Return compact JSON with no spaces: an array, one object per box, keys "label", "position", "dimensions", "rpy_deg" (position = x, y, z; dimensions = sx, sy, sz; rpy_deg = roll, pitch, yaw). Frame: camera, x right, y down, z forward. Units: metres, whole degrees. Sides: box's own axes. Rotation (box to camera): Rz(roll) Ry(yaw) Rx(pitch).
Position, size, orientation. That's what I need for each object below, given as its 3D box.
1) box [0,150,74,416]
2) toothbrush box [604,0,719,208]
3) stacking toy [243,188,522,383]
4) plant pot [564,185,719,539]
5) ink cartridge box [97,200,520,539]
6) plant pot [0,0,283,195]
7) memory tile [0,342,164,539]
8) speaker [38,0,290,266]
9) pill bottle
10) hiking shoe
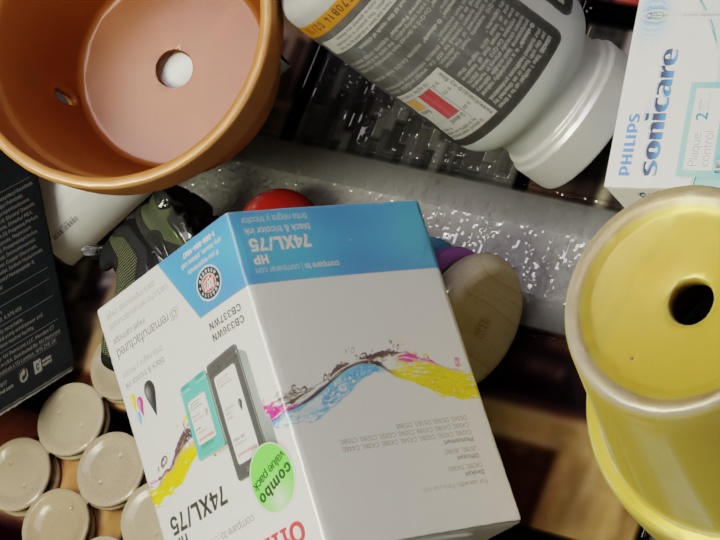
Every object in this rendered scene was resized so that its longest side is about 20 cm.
[{"label":"box","position":[-0.285,-0.015,1.760],"dimensions":[0.148,0.107,0.201],"rpy_deg":[4,113,33]},{"label":"toothbrush box","position":[0.256,-0.096,1.600],"dimensions":[0.199,0.085,0.147],"rpy_deg":[3,70,29]},{"label":"stacking toy","position":[0.000,0.000,1.694],"dimensions":[0.199,0.085,0.086],"rpy_deg":[25,81,37]},{"label":"plant pot","position":[0.203,0.049,1.500],"dimensions":[0.200,0.189,0.202],"rpy_deg":[-10,64,22]},{"label":"ink cartridge box","position":[-0.031,0.083,1.577],"dimensions":[0.147,0.145,0.201],"rpy_deg":[-35,67,46]},{"label":"plant pot","position":[-0.132,-0.138,1.696],"dimensions":[0.199,0.140,0.201],"rpy_deg":[-2,82,13]},{"label":"memory tile","position":[-0.140,0.141,1.737],"dimensions":[0.153,0.017,0.200],"rpy_deg":[-47,57,2]},{"label":"speaker","position":[-0.142,-0.098,1.806],"dimensions":[0.200,0.081,0.081],"rpy_deg":[-42,56,4]},{"label":"pill bottle","position":[0.061,-0.142,1.643],"dimensions":[0.116,0.200,0.117],"rpy_deg":[-48,17,20]},{"label":"hiking shoe","position":[-0.107,0.051,1.721],"dimensions":[0.100,0.076,0.201],"rpy_deg":[-34,62,27]}]
